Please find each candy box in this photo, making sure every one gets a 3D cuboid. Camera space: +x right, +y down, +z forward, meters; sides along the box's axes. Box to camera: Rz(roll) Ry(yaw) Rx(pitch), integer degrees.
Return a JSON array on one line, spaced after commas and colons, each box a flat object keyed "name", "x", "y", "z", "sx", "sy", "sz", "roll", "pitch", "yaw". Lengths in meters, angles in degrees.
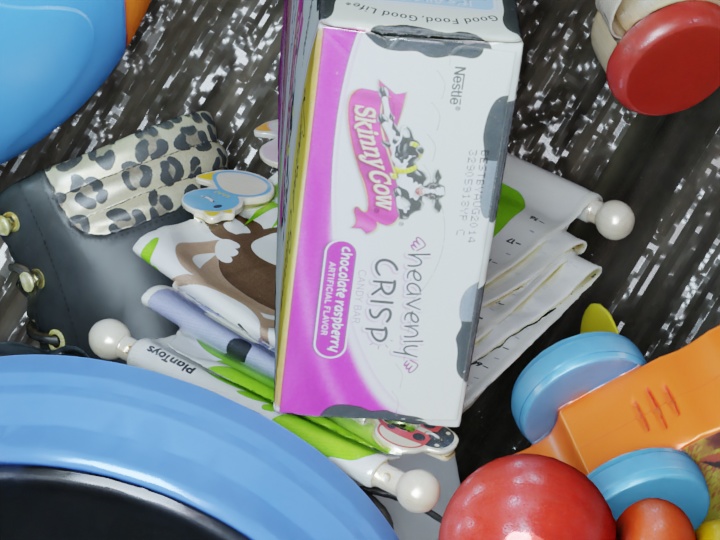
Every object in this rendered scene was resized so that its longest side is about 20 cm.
[{"name": "candy box", "x": 0.007, "y": -0.066, "z": 0.915, "sx": 0.061, "sy": 0.201, "sz": 0.137, "roll": 4, "pitch": 124, "yaw": -5}]

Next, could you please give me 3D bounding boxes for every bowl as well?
[{"name": "bowl", "x": -0.078, "y": 0.114, "z": 0.904, "sx": 0.199, "sy": 0.040, "sz": 0.202, "roll": 8, "pitch": 132, "yaw": 9}]

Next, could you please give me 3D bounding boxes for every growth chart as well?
[{"name": "growth chart", "x": 0.000, "y": 0.000, "z": 0.954, "sx": 0.144, "sy": 0.200, "sz": 0.018, "roll": 21, "pitch": 127, "yaw": 18}]

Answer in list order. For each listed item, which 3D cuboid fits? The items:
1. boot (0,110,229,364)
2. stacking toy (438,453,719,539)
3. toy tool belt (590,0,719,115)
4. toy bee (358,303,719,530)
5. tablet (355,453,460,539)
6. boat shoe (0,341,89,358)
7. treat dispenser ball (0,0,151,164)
[{"name": "boot", "x": -0.104, "y": 0.051, "z": 1.014, "sx": 0.203, "sy": 0.073, "sz": 0.155, "roll": -25, "pitch": 87, "yaw": -4}, {"name": "stacking toy", "x": 0.118, "y": 0.107, "z": 0.874, "sx": 0.199, "sy": 0.085, "sz": 0.086, "roll": 20, "pitch": 90, "yaw": -7}, {"name": "toy tool belt", "x": 0.155, "y": -0.138, "z": 1.003, "sx": 0.199, "sy": 0.125, "sz": 0.123, "roll": -23, "pitch": 53, "yaw": -3}, {"name": "toy bee", "x": 0.078, "y": 0.071, "z": 0.969, "sx": 0.198, "sy": 0.109, "sz": 0.132, "roll": -5, "pitch": 54, "yaw": 11}, {"name": "tablet", "x": -0.012, "y": 0.164, "z": 0.998, "sx": 0.129, "sy": 0.014, "sz": 0.201, "roll": -15, "pitch": 108, "yaw": -12}, {"name": "boat shoe", "x": -0.113, "y": 0.052, "z": 0.947, "sx": 0.198, "sy": 0.066, "sz": 0.075, "roll": 1, "pitch": 126, "yaw": 21}, {"name": "treat dispenser ball", "x": -0.159, "y": -0.126, "z": 0.951, "sx": 0.199, "sy": 0.201, "sz": 0.203, "roll": 0, "pitch": 89, "yaw": 1}]
